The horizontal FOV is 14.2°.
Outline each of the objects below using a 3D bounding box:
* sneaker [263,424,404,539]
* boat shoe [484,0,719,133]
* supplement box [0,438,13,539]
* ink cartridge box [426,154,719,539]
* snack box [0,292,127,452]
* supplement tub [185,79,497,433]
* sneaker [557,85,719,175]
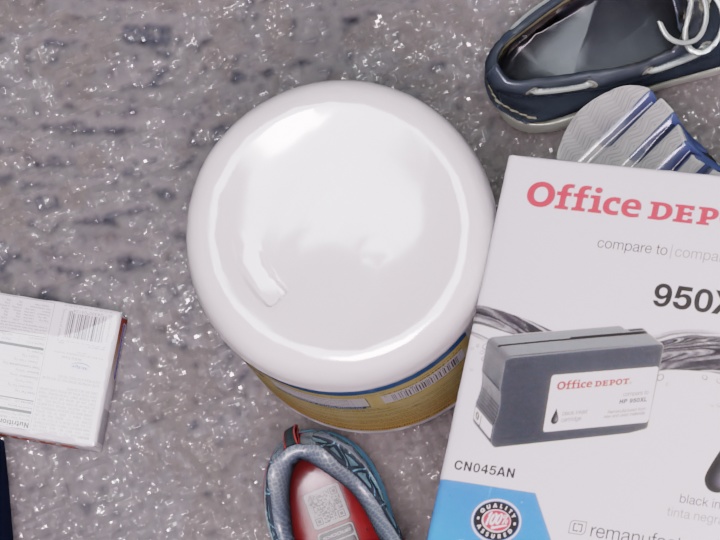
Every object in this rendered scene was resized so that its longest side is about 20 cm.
[{"bbox_3d":[0.000,0.170,1.410,0.079,0.096,0.201,-29,77,1],"label":"sneaker"},{"bbox_3d":[0.154,-0.135,1.468,0.199,0.062,0.075,-21,75,2],"label":"boat shoe"},{"bbox_3d":[-0.274,0.182,1.394,0.198,0.134,0.201,-7,78,5],"label":"supplement box"},{"bbox_3d":[0.122,0.059,1.277,0.144,0.084,0.201,7,76,23],"label":"ink cartridge box"},{"bbox_3d":[-0.224,0.042,1.498,0.199,0.024,0.072,9,81,8],"label":"snack box"},{"bbox_3d":[0.000,0.000,1.390,0.144,0.200,0.146,-1,78,6],"label":"supplement tub"},{"bbox_3d":[0.183,-0.001,1.402,0.081,0.115,0.200,-42,45,11],"label":"sneaker"}]
